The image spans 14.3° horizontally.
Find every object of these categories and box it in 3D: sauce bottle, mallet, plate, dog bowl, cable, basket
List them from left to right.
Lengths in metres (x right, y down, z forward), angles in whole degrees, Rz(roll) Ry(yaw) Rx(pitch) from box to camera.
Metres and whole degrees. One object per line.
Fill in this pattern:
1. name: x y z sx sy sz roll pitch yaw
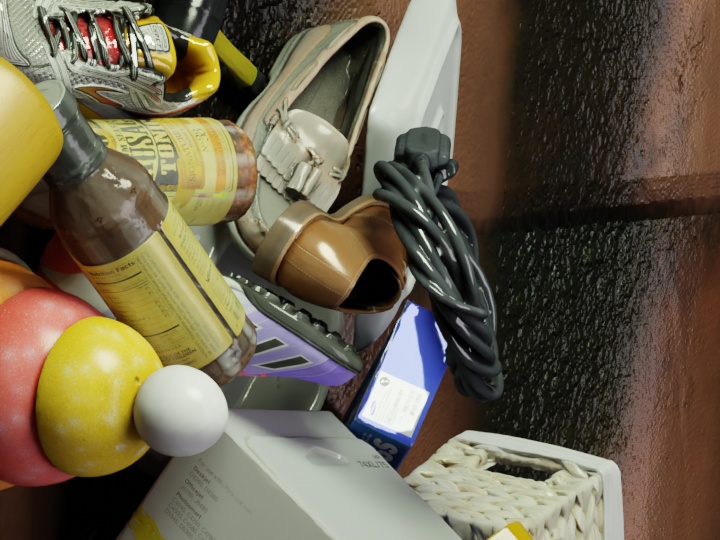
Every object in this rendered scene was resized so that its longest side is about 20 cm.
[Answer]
1. sauce bottle: -0.154 -0.053 1.631 0.199 0.066 0.066 -5 103 -38
2. sauce bottle: -0.128 -0.019 1.582 0.065 0.064 0.200 -56 129 -34
3. dog bowl: -0.081 0.039 1.813 0.200 0.058 0.201 -19 113 -55
4. mallet: -0.077 -0.117 1.810 0.066 0.041 0.200 -68 150 -22
5. plate: 0.035 -0.076 1.904 0.200 0.032 0.200 -69 167 -50
6. cable: 0.049 0.003 1.726 0.200 0.051 0.164 -90 165 -75
7. basket: 0.096 0.229 1.972 0.123 0.135 0.201 -28 120 -50

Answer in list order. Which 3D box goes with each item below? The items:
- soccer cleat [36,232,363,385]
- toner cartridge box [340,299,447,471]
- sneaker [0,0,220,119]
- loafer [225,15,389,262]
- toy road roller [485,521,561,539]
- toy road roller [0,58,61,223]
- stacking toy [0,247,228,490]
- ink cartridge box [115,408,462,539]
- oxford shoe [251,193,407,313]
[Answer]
1. soccer cleat: -0.096 0.031 1.688 0.068 0.199 0.073 -165 -80 -89
2. toner cartridge box: 0.010 0.105 1.891 0.095 0.043 0.200 -64 180 -28
3. sneaker: -0.152 -0.131 1.627 0.200 0.082 0.078 13 66 -59
4. loafer: -0.031 -0.089 1.773 0.072 0.063 0.200 45 40 -25
5. toy road roller: 0.062 0.258 1.705 0.200 0.123 0.146 -36 164 -12
6. toy road roller: -0.239 -0.090 1.437 0.123 0.145 0.201 -55 140 -36
7. stacking toy: -0.154 0.070 1.574 0.146 0.199 0.147 -21 116 -53
8. ink cartridge box: -0.062 0.203 1.737 0.200 0.146 0.146 -56 152 17
9. oxford shoe: 0.000 0.000 1.744 0.072 0.071 0.200 -60 166 14
